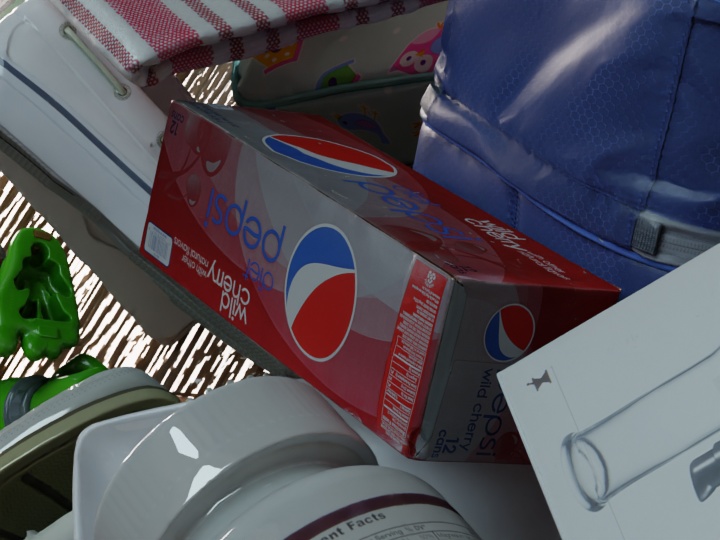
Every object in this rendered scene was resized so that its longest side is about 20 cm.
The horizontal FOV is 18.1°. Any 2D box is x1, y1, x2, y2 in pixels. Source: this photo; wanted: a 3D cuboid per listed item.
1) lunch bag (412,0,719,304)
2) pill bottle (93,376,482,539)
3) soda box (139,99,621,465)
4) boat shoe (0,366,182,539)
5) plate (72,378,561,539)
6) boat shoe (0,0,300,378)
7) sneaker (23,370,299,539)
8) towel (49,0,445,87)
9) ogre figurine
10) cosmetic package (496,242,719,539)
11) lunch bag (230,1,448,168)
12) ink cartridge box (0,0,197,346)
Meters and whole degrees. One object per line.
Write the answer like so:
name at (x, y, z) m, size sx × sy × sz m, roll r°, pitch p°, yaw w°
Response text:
lunch bag at (0.106, -0.050, 0.795) m, size 0.200 × 0.135 × 0.133 m, roll 36°, pitch 119°, yaw 54°
pill bottle at (0.007, 0.128, 0.669) m, size 0.110 × 0.110 × 0.200 m, roll -41°, pitch 54°, yaw -3°
soda box at (0.000, 0.000, 0.779) m, size 0.200 × 0.070 × 0.064 m, roll 35°, pitch 115°, yaw 53°
boat shoe at (-0.158, 0.100, 0.904) m, size 0.200 × 0.075 × 0.068 m, roll -38°, pitch 42°, yaw 3°
plate at (0.001, 0.122, 0.765) m, size 0.199 × 0.032 × 0.201 m, roll -13°, pitch 53°, yaw 9°
boat shoe at (-0.071, -0.032, 0.898) m, size 0.067 × 0.200 × 0.074 m, roll -51°, pitch 15°, yaw -10°
sneaker at (-0.071, 0.125, 0.847) m, size 0.200 × 0.070 × 0.100 m, roll -36°, pitch 61°, yaw -18°
towel at (-0.036, -0.130, 0.908) m, size 0.199 × 0.030 × 0.146 m, roll -18°, pitch 38°, yaw -24°
ogre figurine at (-0.185, 0.009, 0.987) m, size 0.120 × 0.200 × 0.098 m, roll -48°, pitch 3°, yaw 46°
cosmetic package at (0.137, 0.073, 0.601) m, size 0.151 × 0.052 × 0.200 m, roll -33°, pitch 47°, yaw 13°
lunch bag at (0.040, -0.125, 0.998) m, size 0.160 × 0.077 × 0.200 m, roll -3°, pitch 51°, yaw 31°
ink cartridge box at (-0.129, -0.076, 1.035) m, size 0.084 × 0.146 × 0.200 m, roll -40°, pitch 37°, yaw -2°
